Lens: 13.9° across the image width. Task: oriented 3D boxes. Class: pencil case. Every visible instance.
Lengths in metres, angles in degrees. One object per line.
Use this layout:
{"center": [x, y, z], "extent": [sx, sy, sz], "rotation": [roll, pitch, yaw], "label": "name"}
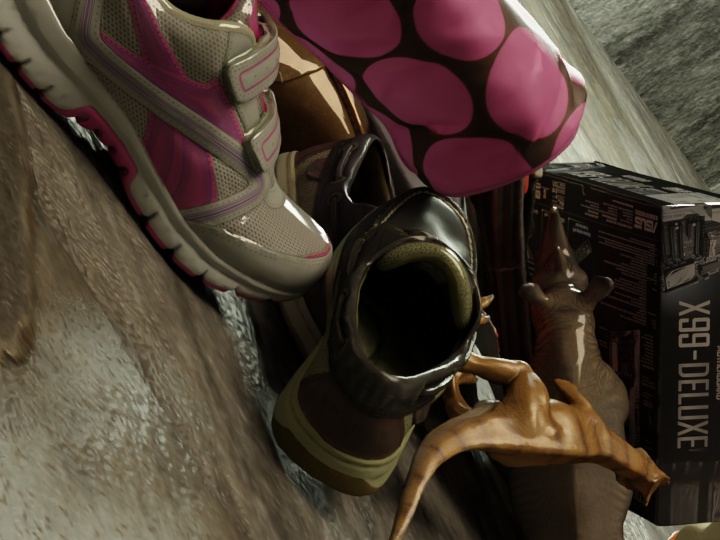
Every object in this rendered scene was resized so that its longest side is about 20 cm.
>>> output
{"center": [0.006, -0.112, 1.249], "extent": [0.200, 0.094, 0.091], "rotation": [44, 17, -28], "label": "pencil case"}

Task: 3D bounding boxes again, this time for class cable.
{"center": [0.082, -0.022, 1.452], "extent": [0.097, 0.050, 0.200], "rotation": [-111, -170, -78], "label": "cable"}

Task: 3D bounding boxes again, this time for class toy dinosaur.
{"center": [0.064, 0.067, 1.284], "extent": [0.200, 0.060, 0.106], "rotation": [3, 37, -45], "label": "toy dinosaur"}

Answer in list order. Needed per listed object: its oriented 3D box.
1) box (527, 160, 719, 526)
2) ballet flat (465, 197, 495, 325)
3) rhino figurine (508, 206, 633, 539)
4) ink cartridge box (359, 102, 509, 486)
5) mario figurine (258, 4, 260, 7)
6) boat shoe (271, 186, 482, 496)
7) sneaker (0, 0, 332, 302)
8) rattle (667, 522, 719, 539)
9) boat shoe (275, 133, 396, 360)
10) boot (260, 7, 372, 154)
{"center": [0.134, 0.032, 1.497], "extent": [0.200, 0.050, 0.158], "rotation": [-158, -113, -71], "label": "box"}
{"center": [0.065, -0.059, 1.579], "extent": [0.067, 0.046, 0.200], "rotation": [-159, -120, -64], "label": "ballet flat"}
{"center": [0.099, 0.069, 1.399], "extent": [0.087, 0.060, 0.200], "rotation": [-68, 156, -82], "label": "rhino figurine"}
{"center": [0.047, -0.012, 1.474], "extent": [0.200, 0.050, 0.162], "rotation": [59, -12, 32], "label": "ink cartridge box"}
{"center": [-0.107, -0.192, 1.335], "extent": [0.200, 0.106, 0.123], "rotation": [37, 22, 12], "label": "mario figurine"}
{"center": [0.021, 0.017, 1.219], "extent": [0.072, 0.066, 0.201], "rotation": [37, 32, -6], "label": "boat shoe"}
{"center": [-0.065, -0.069, 1.187], "extent": [0.200, 0.088, 0.081], "rotation": [50, 12, -30], "label": "sneaker"}
{"center": [0.153, 0.180, 1.578], "extent": [0.200, 0.143, 0.130], "rotation": [-138, -139, -66], "label": "rattle"}
{"center": [0.000, 0.000, 1.329], "extent": [0.072, 0.065, 0.200], "rotation": [53, 12, -33], "label": "boat shoe"}
{"center": [-0.063, -0.101, 1.421], "extent": [0.200, 0.074, 0.075], "rotation": [59, 40, -8], "label": "boot"}
